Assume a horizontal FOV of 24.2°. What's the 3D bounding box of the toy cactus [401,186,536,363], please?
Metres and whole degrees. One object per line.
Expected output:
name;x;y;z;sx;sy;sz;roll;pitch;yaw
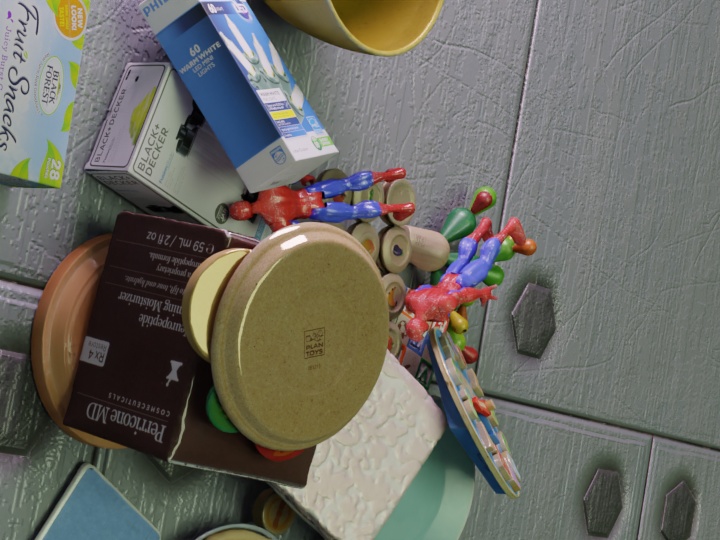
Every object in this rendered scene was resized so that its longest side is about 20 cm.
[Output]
toy cactus;0.108;-0.007;1.889;0.165;0.102;0.200;22;85;-38

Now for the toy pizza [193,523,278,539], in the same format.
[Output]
toy pizza;-0.134;0.348;1.652;0.200;0.032;0.201;-14;110;-41

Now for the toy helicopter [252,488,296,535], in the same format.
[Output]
toy helicopter;-0.042;0.192;1.735;0.200;0.079;0.132;-42;124;-34

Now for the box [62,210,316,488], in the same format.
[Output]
box;-0.131;0.068;1.484;0.164;0.166;0.200;18;85;-44

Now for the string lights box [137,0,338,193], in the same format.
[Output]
string lights box;-0.111;-0.174;1.540;0.200;0.059;0.103;59;23;4

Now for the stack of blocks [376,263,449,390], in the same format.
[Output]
stack of blocks;0.004;0.062;1.785;0.200;0.059;0.115;36;66;-45

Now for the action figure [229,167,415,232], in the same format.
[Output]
action figure;-0.041;-0.065;1.626;0.200;0.052;0.066;-6;83;-39

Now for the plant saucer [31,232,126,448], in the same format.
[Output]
plant saucer;-0.216;0.065;1.551;0.200;0.032;0.201;-6;98;-50

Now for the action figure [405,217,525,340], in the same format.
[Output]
action figure;0.105;0.013;1.775;0.200;0.065;0.052;-42;127;-42

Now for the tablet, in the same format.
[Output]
tablet;-0.266;0.290;1.528;0.130;0.014;0.200;54;54;-37

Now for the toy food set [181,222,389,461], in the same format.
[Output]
toy food set;-0.054;0.058;1.406;0.200;0.049;0.198;-28;116;-36

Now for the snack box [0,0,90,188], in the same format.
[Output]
snack box;-0.325;-0.167;1.372;0.200;0.068;0.169;13;83;-51

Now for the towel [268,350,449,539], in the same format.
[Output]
towel;-0.020;0.154;1.652;0.200;0.032;0.191;49;61;-25

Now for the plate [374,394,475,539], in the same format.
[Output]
plate;0.048;0.226;1.757;0.200;0.026;0.201;-6;99;-45

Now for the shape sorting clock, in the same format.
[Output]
shape sorting clock;0.123;0.149;1.781;0.200;0.039;0.200;-24;90;-80

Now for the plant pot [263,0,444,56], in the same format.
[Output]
plant pot;-0.028;-0.308;1.649;0.200;0.142;0.200;-5;97;-49

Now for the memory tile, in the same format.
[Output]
memory tile;0.000;0.000;1.717;0.153;0.017;0.200;7;88;-50

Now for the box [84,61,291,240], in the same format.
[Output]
box;-0.155;-0.098;1.583;0.200;0.060;0.117;37;66;-45
